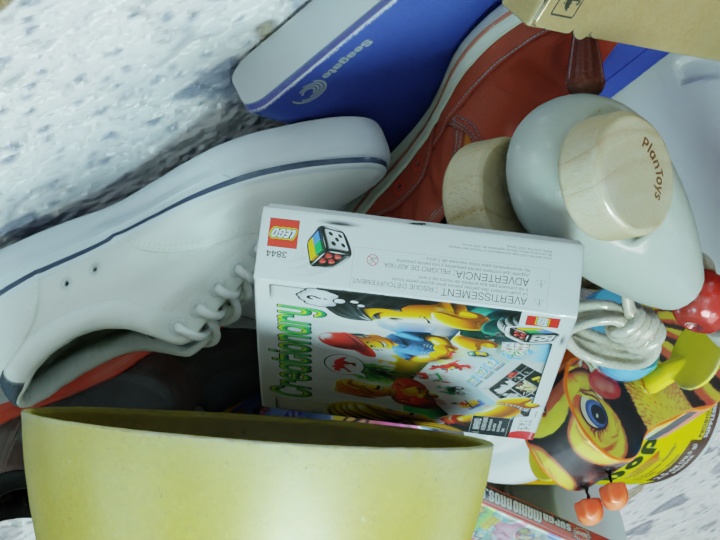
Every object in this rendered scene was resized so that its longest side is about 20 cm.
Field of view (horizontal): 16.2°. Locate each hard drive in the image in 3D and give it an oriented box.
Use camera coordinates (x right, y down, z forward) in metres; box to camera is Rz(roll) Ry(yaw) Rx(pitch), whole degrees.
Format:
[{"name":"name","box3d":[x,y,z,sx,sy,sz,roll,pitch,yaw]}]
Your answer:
[{"name":"hard drive","box3d":[0.052,-0.097,1.105,0.132,0.025,0.200,-38,155,23]}]

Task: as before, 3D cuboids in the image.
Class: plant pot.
[{"name":"plant pot","box3d":[-0.048,0.136,1.072,0.200,0.142,0.200,4,180,0]}]

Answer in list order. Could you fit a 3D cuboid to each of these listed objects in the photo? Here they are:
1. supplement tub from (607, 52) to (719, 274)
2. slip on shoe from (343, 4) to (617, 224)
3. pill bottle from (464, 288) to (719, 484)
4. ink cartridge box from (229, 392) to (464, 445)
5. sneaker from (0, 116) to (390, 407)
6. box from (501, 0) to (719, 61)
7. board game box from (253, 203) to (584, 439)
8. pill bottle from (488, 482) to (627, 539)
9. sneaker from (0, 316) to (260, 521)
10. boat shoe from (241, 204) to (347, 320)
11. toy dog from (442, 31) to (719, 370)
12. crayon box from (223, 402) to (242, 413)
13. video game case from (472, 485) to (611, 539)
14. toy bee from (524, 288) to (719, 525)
[{"name":"supplement tub","box3d":[0.212,-0.042,1.240,0.145,0.145,0.200,-38,155,24]},{"name":"slip on shoe","box3d":[0.061,-0.054,1.092,0.074,0.061,0.200,-1,141,-42]},{"name":"pill bottle","box3d":[0.109,0.063,1.388,0.109,0.109,0.200,-41,153,29]},{"name":"ink cartridge box","box3d":[-0.046,0.116,1.249,0.200,0.076,0.136,-43,-170,8]},{"name":"sneaker","box3d":[-0.073,-0.001,1.092,0.200,0.071,0.073,-25,163,10]},{"name":"box","box3d":[0.156,-0.173,0.990,0.163,0.021,0.200,2,125,-53]},{"name":"board game box","box3d":[0.021,0.025,1.061,0.126,0.035,0.200,7,162,1]},{"name":"pill bottle","box3d":[0.051,0.179,1.510,0.200,0.113,0.113,-21,161,25]},{"name":"sneaker","box3d":[-0.116,0.086,1.231,0.200,0.082,0.077,-20,156,-17]},{"name":"boat shoe","box3d":[0.000,0.000,1.203,0.200,0.072,0.068,-10,156,-39]},{"name":"toy dog","box3d":[0.123,-0.031,1.049,0.132,0.096,0.200,4,161,28]},{"name":"crayon box","box3d":[-0.064,0.115,1.386,0.200,0.051,0.127,-29,157,5]},{"name":"video game case","box3d":[0.052,0.170,1.406,0.200,0.017,0.143,25,132,-21]},{"name":"toy bee","box3d":[0.112,0.072,1.240,0.200,0.109,0.131,-11,159,-26]}]
